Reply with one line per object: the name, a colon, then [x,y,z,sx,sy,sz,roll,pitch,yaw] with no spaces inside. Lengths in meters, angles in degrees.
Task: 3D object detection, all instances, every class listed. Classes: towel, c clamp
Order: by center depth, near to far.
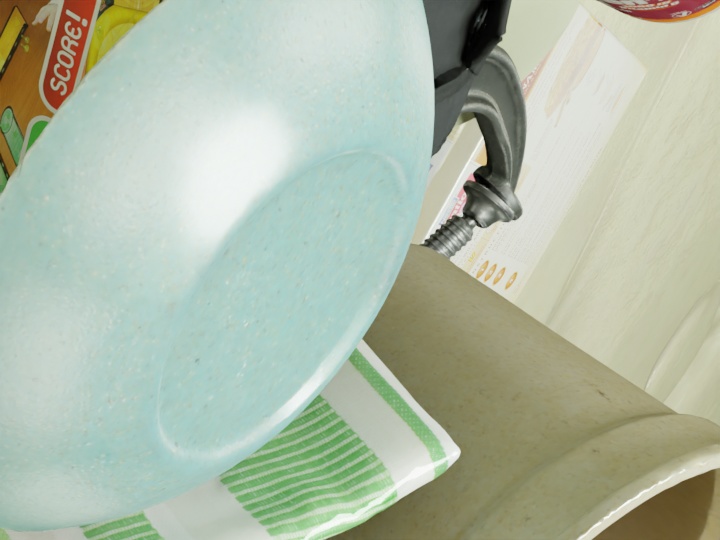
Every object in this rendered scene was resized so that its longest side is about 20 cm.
towel: [-0.085,0.051,0.733,0.199,0.153,0.023,-17,135,-29]
c clamp: [0.000,0.000,0.901,0.200,0.027,0.171,-45,145,-4]

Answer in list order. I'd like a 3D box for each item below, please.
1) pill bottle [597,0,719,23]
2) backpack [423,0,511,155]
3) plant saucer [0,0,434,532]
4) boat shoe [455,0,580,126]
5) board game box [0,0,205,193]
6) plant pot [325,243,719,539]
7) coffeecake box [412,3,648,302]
pill bottle: [0.126,-0.185,1.061,0.110,0.109,0.200,-62,159,10]
backpack: [-0.028,-0.100,0.743,0.190,0.154,0.201,-7,131,-56]
plant saucer: [-0.034,0.001,0.629,0.201,0.039,0.201,-42,153,-26]
boat shoe: [-0.001,-0.083,0.884,0.199,0.063,0.071,-30,147,-20]
board game box: [-0.104,-0.057,0.641,0.034,0.135,0.201,-31,148,-52]
plant pot: [0.042,0.092,0.852,0.200,0.183,0.201,-27,140,-25]
coffeecake box: [0.062,-0.072,1.130,0.154,0.073,0.200,-60,161,4]
